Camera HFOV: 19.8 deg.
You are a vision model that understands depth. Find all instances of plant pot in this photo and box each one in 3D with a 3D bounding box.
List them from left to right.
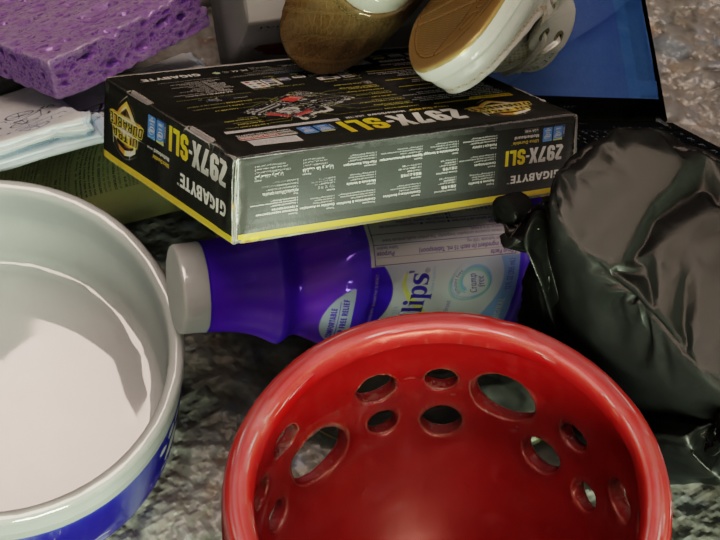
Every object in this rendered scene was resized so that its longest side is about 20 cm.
[{"bbox_3d":[0.039,0.150,0.964,0.200,0.183,0.201,-1,51,1],"label":"plant pot"}]

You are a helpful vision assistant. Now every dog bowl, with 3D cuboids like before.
[{"bbox_3d":[-0.193,0.056,1.084,0.200,0.079,0.201,3,61,-5],"label":"dog bowl"}]

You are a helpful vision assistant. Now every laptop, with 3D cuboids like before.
[{"bbox_3d":[0.152,-0.118,1.196,0.177,0.104,0.200,-3,26,-39],"label":"laptop"}]

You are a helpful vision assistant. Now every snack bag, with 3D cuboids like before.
[{"bbox_3d":[-0.171,-0.093,1.198,0.200,0.021,0.189,-16,15,-12],"label":"snack bag"}]

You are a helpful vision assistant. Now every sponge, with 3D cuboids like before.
[{"bbox_3d":[-0.190,-0.158,1.266,0.111,0.030,0.200,-31,33,-25],"label":"sponge"}]

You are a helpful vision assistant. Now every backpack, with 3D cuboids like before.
[{"bbox_3d":[0.152,0.027,1.015,0.126,0.200,0.167,-34,73,-12],"label":"backpack"}]

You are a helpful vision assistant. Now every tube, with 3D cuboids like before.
[{"bbox_3d":[-0.151,-0.051,1.194,0.200,0.052,0.058,-12,8,19],"label":"tube"}]

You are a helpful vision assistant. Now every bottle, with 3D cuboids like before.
[{"bbox_3d":[0.000,0.000,1.077,0.199,0.084,0.065,-6,53,-17],"label":"bottle"}]

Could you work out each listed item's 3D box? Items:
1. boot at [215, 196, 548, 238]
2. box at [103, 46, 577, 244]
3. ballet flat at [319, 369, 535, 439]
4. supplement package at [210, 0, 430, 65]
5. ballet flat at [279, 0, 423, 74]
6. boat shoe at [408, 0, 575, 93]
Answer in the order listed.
[{"bbox_3d":[0.006,-0.042,1.162,0.199,0.075,0.107,-3,30,-20],"label":"boot"},{"bbox_3d":[-0.013,-0.070,1.072,0.200,0.049,0.160,-9,25,-29],"label":"box"},{"bbox_3d":[0.059,0.061,1.134,0.199,0.067,0.057,-5,11,-6],"label":"ballet flat"},{"bbox_3d":[-0.027,-0.192,1.220,0.121,0.200,0.120,-8,88,-7],"label":"supplement package"},{"bbox_3d":[0.035,-0.186,1.089,0.200,0.072,0.068,-45,100,-13],"label":"ballet flat"},{"bbox_3d":[0.085,-0.138,1.103,0.071,0.069,0.200,-20,22,31],"label":"boat shoe"}]
